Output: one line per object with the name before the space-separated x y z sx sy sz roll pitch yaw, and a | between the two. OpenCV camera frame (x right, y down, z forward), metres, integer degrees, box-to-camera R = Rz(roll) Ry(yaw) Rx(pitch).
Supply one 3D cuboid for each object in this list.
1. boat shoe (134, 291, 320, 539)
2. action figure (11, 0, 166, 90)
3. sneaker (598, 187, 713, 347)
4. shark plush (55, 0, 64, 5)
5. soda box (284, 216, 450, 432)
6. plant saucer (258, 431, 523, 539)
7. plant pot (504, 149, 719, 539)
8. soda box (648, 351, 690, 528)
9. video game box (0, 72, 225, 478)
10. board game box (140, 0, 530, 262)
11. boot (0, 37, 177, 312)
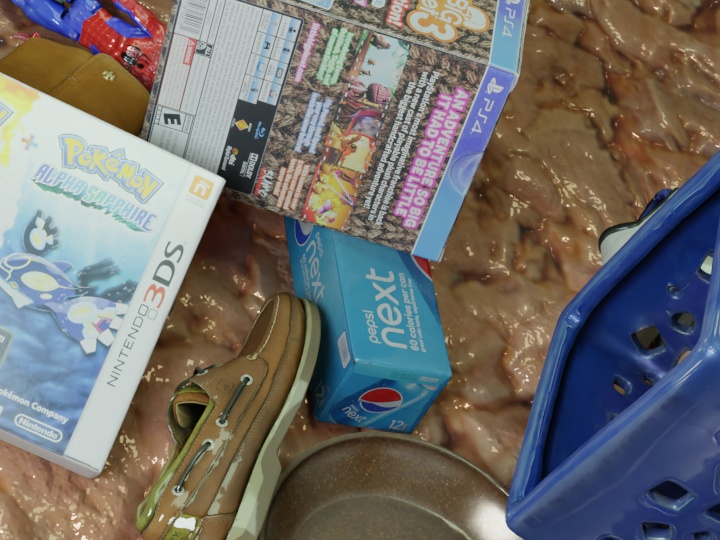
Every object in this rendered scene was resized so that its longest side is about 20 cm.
boat shoe | -0.074 0.080 1.054 0.068 0.072 0.201 25 42 -10
action figure | -0.192 -0.172 1.220 0.199 0.066 0.052 36 10 4
sneaker | 0.252 -0.003 1.323 0.198 0.081 0.116 9 50 -23
shark plush | -0.201 -0.275 1.266 0.091 0.083 0.201 -21 80 -45
soda box | 0.000 0.000 1.167 0.067 0.064 0.201 10 48 -24
plant saucer | 0.028 0.185 1.048 0.199 0.037 0.202 16 46 -17
plant pot | 0.219 0.078 1.055 0.179 0.200 0.201 33 42 -10
soda box | 0.198 0.130 1.182 0.068 0.064 0.200 35 43 2
video game box | -0.198 -0.008 1.017 0.199 0.047 0.183 24 73 -10
board game box | -0.018 -0.117 1.094 0.198 0.160 0.097 17 45 -5
boot | -0.162 -0.067 1.135 0.200 0.071 0.144 35 43 8
